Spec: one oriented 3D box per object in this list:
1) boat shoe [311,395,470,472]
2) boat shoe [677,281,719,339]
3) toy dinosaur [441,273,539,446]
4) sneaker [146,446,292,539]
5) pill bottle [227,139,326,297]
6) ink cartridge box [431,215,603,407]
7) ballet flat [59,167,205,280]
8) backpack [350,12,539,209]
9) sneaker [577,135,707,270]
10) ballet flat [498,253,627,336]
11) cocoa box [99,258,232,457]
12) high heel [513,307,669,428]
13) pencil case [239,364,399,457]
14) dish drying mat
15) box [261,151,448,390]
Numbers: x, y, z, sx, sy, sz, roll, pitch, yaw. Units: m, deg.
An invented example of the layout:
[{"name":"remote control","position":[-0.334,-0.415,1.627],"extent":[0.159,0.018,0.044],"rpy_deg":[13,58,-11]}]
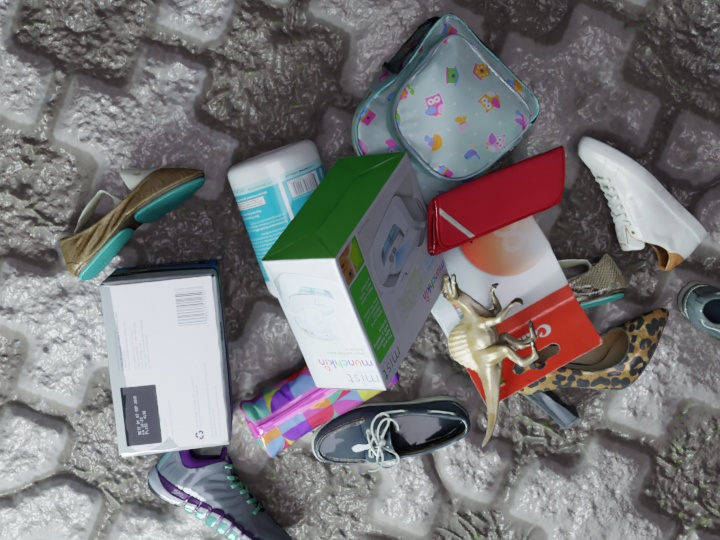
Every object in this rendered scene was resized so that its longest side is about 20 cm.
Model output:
[{"name":"boat shoe","position":[0.038,0.204,1.382],"extent":[0.198,0.062,0.076],"rpy_deg":[-7,100,-2]},{"name":"boat shoe","position":[0.491,0.074,1.395],"extent":[0.199,0.062,0.073],"rpy_deg":[25,96,-7]},{"name":"toy dinosaur","position":[0.153,0.090,1.292],"extent":[0.100,0.058,0.202],"rpy_deg":[-16,93,14]},{"name":"sneaker","position":[-0.159,0.272,1.375],"extent":[0.199,0.074,0.088],"rpy_deg":[30,90,-7]},{"name":"pill bottle","position":[-0.074,-0.043,1.315],"extent":[0.110,0.111,0.202],"rpy_deg":[-19,99,-1]},{"name":"ink cartridge box","position":[0.167,0.035,1.327],"extent":[0.161,0.050,0.201],"rpy_deg":[-29,63,1]},{"name":"ballet flat","position":[-0.277,-0.074,1.328],"extent":[0.200,0.068,0.073],"rpy_deg":[-40,80,6]},{"name":"backpack","position":[0.088,-0.171,1.291],"extent":[0.176,0.153,0.200],"rpy_deg":[43,100,-14]},{"name":"sneaker","position":[0.325,-0.076,1.356],"extent":[0.200,0.073,0.085],"rpy_deg":[40,91,-10]},{"name":"ballet flat","position":[0.225,0.033,1.375],"extent":[0.198,0.068,0.076],"rpy_deg":[-24,79,0]},{"name":"cocoa box","position":[-0.222,0.097,1.314],"extent":[0.132,0.131,0.202],"rpy_deg":[-5,98,-4]},{"name":"high heel","position":[0.271,0.090,1.364],"extent":[0.200,0.072,0.142],"rpy_deg":[-45,117,11]},{"name":"pencil case","position":[-0.047,0.145,1.358],"extent":[0.199,0.088,0.089],"rpy_deg":[-33,99,2]},{"name":"dish drying mat","position":[0.159,-0.079,1.284],"extent":[0.199,0.018,0.077],"rpy_deg":[-22,125,-29]},{"name":"box","position":[0.000,0.000,1.226],"extent":[0.096,0.200,0.178],"rpy_deg":[-2,125,31]}]
